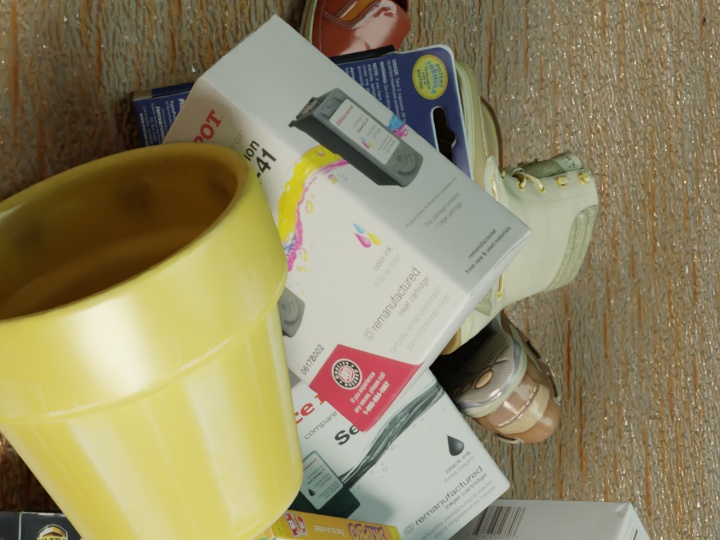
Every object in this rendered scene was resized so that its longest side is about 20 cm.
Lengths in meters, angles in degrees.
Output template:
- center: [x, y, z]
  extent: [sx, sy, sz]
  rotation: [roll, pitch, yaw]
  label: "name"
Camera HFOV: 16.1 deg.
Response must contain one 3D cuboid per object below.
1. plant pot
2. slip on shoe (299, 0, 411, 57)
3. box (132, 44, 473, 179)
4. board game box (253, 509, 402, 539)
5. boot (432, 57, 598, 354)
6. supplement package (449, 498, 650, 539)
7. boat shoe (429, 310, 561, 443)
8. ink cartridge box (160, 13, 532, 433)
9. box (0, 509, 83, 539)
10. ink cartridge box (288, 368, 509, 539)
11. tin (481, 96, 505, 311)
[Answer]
- center: [-0.122, 0.057, 1.414]
  extent: [0.201, 0.201, 0.189]
  rotation: [-48, 125, -47]
  label: "plant pot"
- center: [0.001, -0.163, 1.739]
  extent: [0.074, 0.061, 0.200]
  rotation: [43, 48, -50]
  label: "slip on shoe"
- center: [-0.033, -0.069, 1.590]
  extent: [0.032, 0.200, 0.121]
  rotation: [-101, -179, -76]
  label: "box"
- center: [-0.055, 0.178, 1.540]
  extent: [0.200, 0.096, 0.030]
  rotation: [23, 39, -60]
  label: "board game box"
- center: [0.089, -0.060, 1.676]
  extent: [0.155, 0.072, 0.200]
  rotation: [-25, 121, -42]
  label: "boot"
- center: [0.095, 0.249, 1.764]
  extent: [0.111, 0.200, 0.156]
  rotation: [60, 42, -38]
  label: "supplement package"
- center: [0.093, 0.074, 1.746]
  extent: [0.072, 0.076, 0.200]
  rotation: [41, 9, -12]
  label: "boat shoe"
- center: [-0.023, -0.025, 1.486]
  extent: [0.200, 0.148, 0.086]
  rotation: [39, 45, 5]
  label: "ink cartridge box"
- center: [-0.157, 0.221, 1.508]
  extent: [0.200, 0.046, 0.159]
  rotation: [8, 82, -58]
  label: "box"
- center: [-0.014, 0.108, 1.645]
  extent: [0.147, 0.083, 0.200]
  rotation: [-40, 132, -4]
  label: "ink cartridge box"
- center: [0.068, -0.032, 1.862]
  extent: [0.112, 0.042, 0.200]
  rotation: [-30, 122, -50]
  label: "tin"
